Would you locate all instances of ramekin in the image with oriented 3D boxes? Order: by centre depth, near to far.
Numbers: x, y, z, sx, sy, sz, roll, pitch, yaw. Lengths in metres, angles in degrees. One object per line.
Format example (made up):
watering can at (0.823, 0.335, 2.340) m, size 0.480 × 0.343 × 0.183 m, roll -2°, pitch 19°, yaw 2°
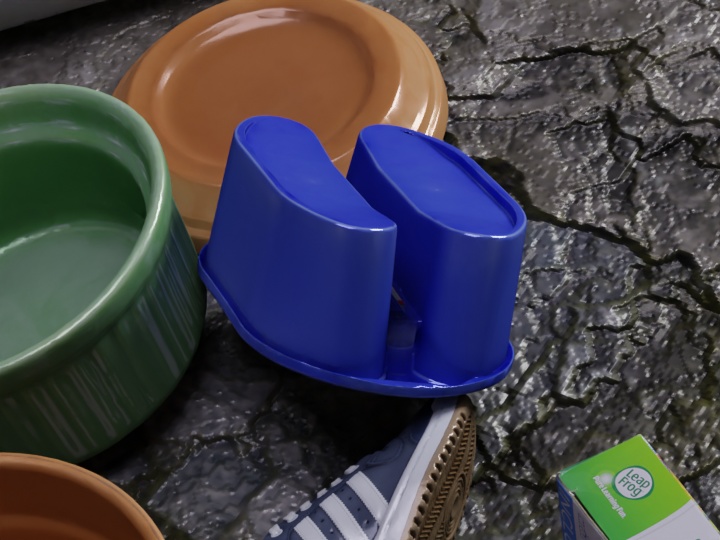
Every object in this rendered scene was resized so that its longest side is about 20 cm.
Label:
ramekin at (-0.175, 0.010, 1.287) m, size 0.199 × 0.098 × 0.201 m, roll -12°, pitch 47°, yaw 13°

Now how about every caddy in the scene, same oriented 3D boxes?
caddy at (0.000, 0.000, 1.250) m, size 0.141 × 0.106 × 0.200 m, roll 4°, pitch 21°, yaw -21°

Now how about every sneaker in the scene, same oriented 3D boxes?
sneaker at (-0.022, 0.129, 1.180) m, size 0.108 × 0.070 × 0.201 m, roll 13°, pitch 55°, yaw 20°

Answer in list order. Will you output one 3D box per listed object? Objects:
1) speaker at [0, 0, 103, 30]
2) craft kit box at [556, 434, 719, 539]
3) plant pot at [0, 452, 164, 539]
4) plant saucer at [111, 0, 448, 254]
speaker at (-0.145, -0.204, 1.508) m, size 0.199 × 0.081 × 0.081 m, roll -16°, pitch 46°, yaw -2°
craft kit box at (0.148, 0.198, 0.991) m, size 0.048 × 0.201 × 0.198 m, roll -23°, pitch 48°, yaw -11°
plant pot at (-0.162, 0.199, 1.097) m, size 0.199 × 0.140 × 0.201 m, roll -6°, pitch 47°, yaw 6°
plant saucer at (-0.051, -0.092, 1.413) m, size 0.199 × 0.038 × 0.201 m, roll -6°, pitch 46°, yaw 6°
